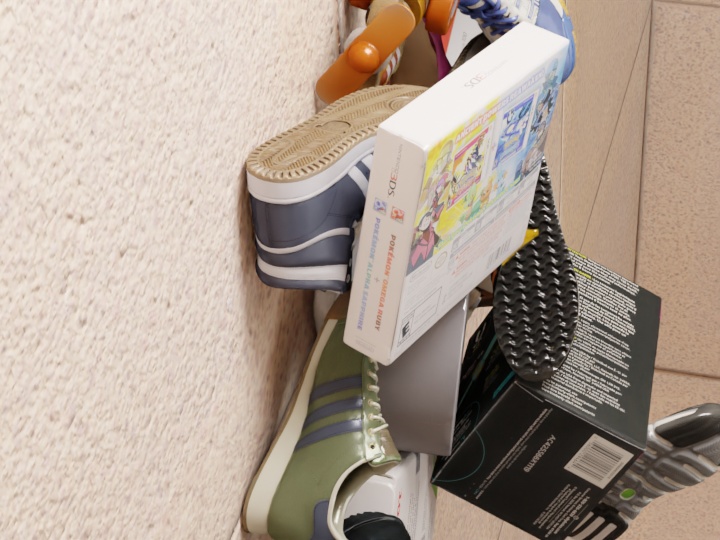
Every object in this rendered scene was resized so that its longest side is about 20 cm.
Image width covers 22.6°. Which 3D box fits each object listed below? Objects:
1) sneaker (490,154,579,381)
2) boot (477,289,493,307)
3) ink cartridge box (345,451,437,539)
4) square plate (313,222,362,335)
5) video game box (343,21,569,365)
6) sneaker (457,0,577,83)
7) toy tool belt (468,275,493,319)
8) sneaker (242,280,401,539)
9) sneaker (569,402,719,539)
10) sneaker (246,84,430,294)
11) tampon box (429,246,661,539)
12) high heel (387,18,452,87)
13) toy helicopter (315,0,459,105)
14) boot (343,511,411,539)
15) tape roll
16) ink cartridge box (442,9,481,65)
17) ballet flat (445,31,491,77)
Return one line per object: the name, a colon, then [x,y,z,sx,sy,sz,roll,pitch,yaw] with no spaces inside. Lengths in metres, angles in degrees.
sneaker: [0.136,-0.010,1.460,0.090,0.070,0.201,43,39,-82]
boot: [0.140,0.021,1.758,0.075,0.097,0.200,-68,-163,-12]
ink cartridge box: [0.006,0.209,1.502,0.200,0.084,0.146,-31,128,-74]
square plate: [0.000,0.000,1.453,0.198,0.028,0.201,83,22,-59]
video game box: [0.067,-0.056,1.263,0.200,0.047,0.183,-39,150,-46]
sneaker: [0.100,-0.218,1.429,0.200,0.075,0.088,56,42,-21]
toy tool belt: [0.083,-0.019,1.601,0.200,0.125,0.123,-60,-178,13]
sneaker: [-0.006,0.114,1.312,0.201,0.090,0.067,-66,160,-10]
sneaker: [0.246,0.146,1.574,0.200,0.075,0.116,-42,-157,35]
sneaker: [-0.004,-0.055,1.257,0.200,0.070,0.109,-29,130,-42]
tampon box: [0.165,0.103,1.559,0.150,0.126,0.200,-56,-171,39]
high heel: [0.034,-0.179,1.473,0.096,0.067,0.201,-25,121,-55]
toy helicopter: [0.008,-0.142,1.341,0.132,0.079,0.201,-50,159,-77]
boot: [0.016,0.242,1.279,0.198,0.162,0.074,-19,112,-45]
tape roll: [0.052,0.046,1.446,0.200,0.066,0.201,6,90,-87]
ink cartridge box: [0.102,-0.246,1.712,0.200,0.057,0.163,78,24,-67]
ballet flat: [0.081,-0.130,1.472,0.067,0.046,0.200,48,49,-19]
